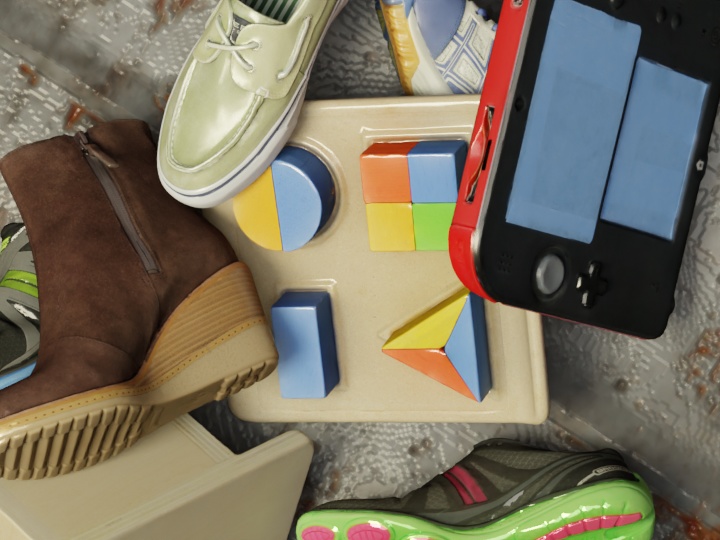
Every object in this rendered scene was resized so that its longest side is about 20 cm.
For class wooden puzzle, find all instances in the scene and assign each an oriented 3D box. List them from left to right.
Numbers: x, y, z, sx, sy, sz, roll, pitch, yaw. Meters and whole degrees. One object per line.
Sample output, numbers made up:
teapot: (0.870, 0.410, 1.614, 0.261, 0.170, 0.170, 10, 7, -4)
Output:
wooden puzzle: (0.000, 0.000, 1.393, 0.198, 0.046, 0.187, 1, 109, 22)

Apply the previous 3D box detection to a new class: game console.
game console: (0.129, -0.072, 1.354, 0.031, 0.176, 0.202, 14, 90, 48)

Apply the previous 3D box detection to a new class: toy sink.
toy sink: (-0.141, 0.139, 1.402, 0.112, 0.199, 0.131, 38, 130, 26)

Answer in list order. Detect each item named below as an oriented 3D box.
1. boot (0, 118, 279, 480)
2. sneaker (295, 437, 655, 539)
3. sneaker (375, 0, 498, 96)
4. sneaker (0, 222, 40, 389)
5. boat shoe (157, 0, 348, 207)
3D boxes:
boot: (-0.154, 0.013, 1.348, 0.167, 0.199, 0.072, 57, 142, 18)
sneaker: (0.064, 0.141, 1.425, 0.198, 0.084, 0.077, -6, 120, 2)
sneaker: (0.065, -0.112, 1.409, 0.088, 0.075, 0.201, -19, 103, 0)
sneaker: (-0.180, 0.018, 1.410, 0.083, 0.071, 0.200, 40, 60, 5)
boat shoe: (-0.055, -0.128, 1.348, 0.072, 0.062, 0.201, 30, 93, 23)
